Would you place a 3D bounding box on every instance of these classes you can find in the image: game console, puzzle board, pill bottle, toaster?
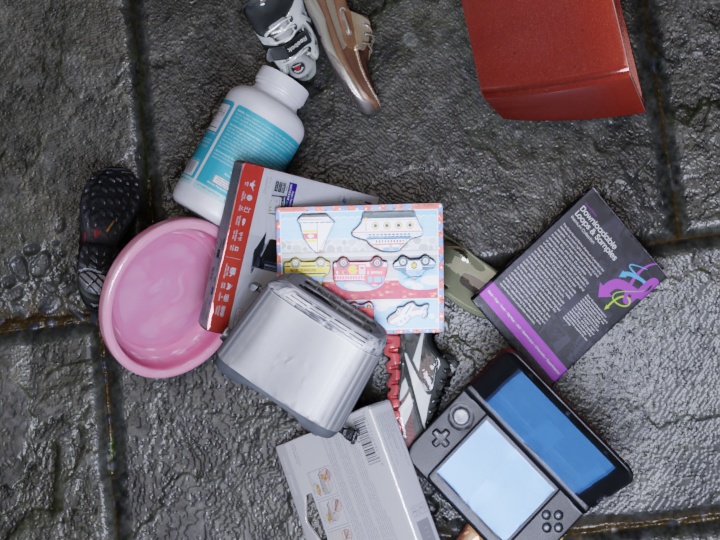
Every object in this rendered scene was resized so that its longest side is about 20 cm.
[{"bbox_3d":[0.174,0.218,1.355,0.172,0.119,0.200,-44,83,-3],"label":"game console"},{"bbox_3d":[0.000,0.000,1.415,0.196,0.017,0.154,-2,98,-2],"label":"puzzle board"},{"bbox_3d":[-0.141,-0.150,1.496,0.110,0.111,0.202,29,87,9],"label":"pill bottle"},{"bbox_3d":[-0.056,0.094,1.358,0.198,0.114,0.130,33,100,4],"label":"toaster"}]

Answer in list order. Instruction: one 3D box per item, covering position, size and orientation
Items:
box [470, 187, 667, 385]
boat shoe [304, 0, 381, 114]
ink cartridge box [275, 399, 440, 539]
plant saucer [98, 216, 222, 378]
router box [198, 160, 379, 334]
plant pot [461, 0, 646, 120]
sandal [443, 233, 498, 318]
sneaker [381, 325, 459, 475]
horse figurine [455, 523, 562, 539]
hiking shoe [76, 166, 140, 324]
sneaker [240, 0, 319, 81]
[{"bbox_3d":[0.250,0.020,1.451,0.200,0.036,0.143,-42,95,0],"label":"box"},{"bbox_3d":[-0.016,-0.295,1.521,0.071,0.076,0.202,-26,82,0],"label":"boat shoe"},{"bbox_3d":[-0.002,0.276,1.437,0.175,0.044,0.203,-27,79,41],"label":"ink cartridge box"},{"bbox_3d":[-0.233,0.029,1.460,0.051,0.200,0.203,26,85,44],"label":"plant saucer"},{"bbox_3d":[-0.086,-0.013,1.449,0.177,0.049,0.204,12,93,-21],"label":"router box"},{"bbox_3d":[0.226,-0.281,1.440,0.173,0.200,0.203,-14,81,17],"label":"plant pot"},{"bbox_3d":[0.095,-0.010,1.476,0.198,0.057,0.081,25,87,8],"label":"sandal"},{"bbox_3d":[0.073,0.144,1.451,0.096,0.071,0.204,-6,80,8],"label":"sneaker"},{"bbox_3d":[0.178,0.274,1.434,0.130,0.050,0.204,7,84,2],"label":"horse figurine"},{"bbox_3d":[-0.326,-0.037,1.517,0.074,0.101,0.203,14,54,-13],"label":"hiking shoe"},{"bbox_3d":[-0.085,-0.284,1.461,0.073,0.200,0.090,-27,81,7],"label":"sneaker"}]
